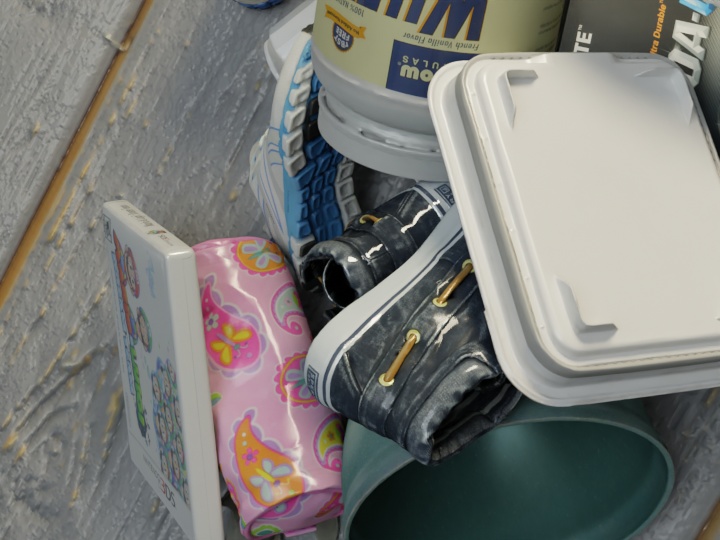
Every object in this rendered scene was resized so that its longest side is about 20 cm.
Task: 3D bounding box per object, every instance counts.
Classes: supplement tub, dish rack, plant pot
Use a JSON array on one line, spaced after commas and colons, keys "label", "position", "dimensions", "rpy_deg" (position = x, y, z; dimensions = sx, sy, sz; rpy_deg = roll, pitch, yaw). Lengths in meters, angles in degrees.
[{"label": "supplement tub", "position": [0.048, -0.168, 0.882], "dimensions": [0.145, 0.145, 0.200], "rpy_deg": [25, 124, 25]}, {"label": "dish rack", "position": [0.134, -0.034, 0.802], "dimensions": [0.044, 0.172, 0.200], "rpy_deg": [-48, 52, 56]}, {"label": "plant pot", "position": [0.077, 0.094, 0.935], "dimensions": [0.200, 0.200, 0.134], "rpy_deg": [-31, 49, 21]}]

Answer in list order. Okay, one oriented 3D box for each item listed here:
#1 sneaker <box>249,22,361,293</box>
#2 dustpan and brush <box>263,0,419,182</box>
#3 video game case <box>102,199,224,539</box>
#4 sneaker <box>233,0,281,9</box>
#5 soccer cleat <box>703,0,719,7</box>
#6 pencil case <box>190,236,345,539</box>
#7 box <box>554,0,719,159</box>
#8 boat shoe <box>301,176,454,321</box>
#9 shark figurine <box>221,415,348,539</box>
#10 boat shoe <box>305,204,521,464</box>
[{"label": "sneaker", "position": [-0.045, -0.082, 1.021], "dimensions": [0.087, 0.075, 0.200], "rpy_deg": [39, 139, 36]}, {"label": "dustpan and brush", "position": [0.017, -0.128, 1.036], "dimensions": [0.140, 0.057, 0.200], "rpy_deg": [-36, 73, 20]}, {"label": "video game case", "position": [-0.136, 0.064, 1.028], "dimensions": [0.182, 0.024, 0.200], "rpy_deg": [-150, 53, -65]}, {"label": "sneaker", "position": [-0.041, -0.273, 1.061], "dimensions": [0.077, 0.085, 0.200], "rpy_deg": [41, 104, 22]}, {"label": "soccer cleat", "position": [0.178, -0.177, 0.798], "dimensions": [0.200, 0.086, 0.070], "rpy_deg": [23, 64, -2]}, {"label": "pencil case", "position": [-0.066, 0.074, 0.999], "dimensions": [0.087, 0.087, 0.200], "rpy_deg": [-31, 64, 21]}, {"label": "box", "position": [0.201, -0.145, 0.910], "dimensions": [0.159, 0.046, 0.200], "rpy_deg": [13, 83, 4]}, {"label": "boat shoe", "position": [0.000, 0.000, 0.958], "dimensions": [0.091, 0.200, 0.071], "rpy_deg": [-30, 84, -19]}, {"label": "shark figurine", "position": [-0.072, 0.183, 1.047], "dimensions": [0.128, 0.089, 0.215], "rpy_deg": [20, 93, 27]}, {"label": "boat shoe", "position": [0.070, 0.022, 0.826], "dimensions": [0.091, 0.071, 0.200], "rpy_deg": [32, 64, 32]}]
